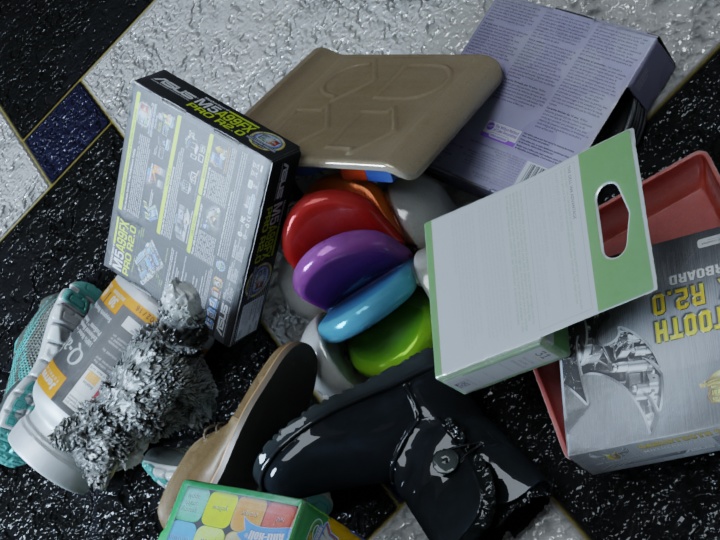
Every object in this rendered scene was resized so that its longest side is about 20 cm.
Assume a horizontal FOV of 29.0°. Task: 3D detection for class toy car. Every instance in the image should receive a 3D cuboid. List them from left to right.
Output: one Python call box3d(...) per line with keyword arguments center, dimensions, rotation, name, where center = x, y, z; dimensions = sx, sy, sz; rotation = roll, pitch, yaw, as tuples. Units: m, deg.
box3d(center=(0.000, 0.000, 1.206), dimensions=(0.175, 0.150, 0.200), rotation=(-31, 51, 17), name="toy car")

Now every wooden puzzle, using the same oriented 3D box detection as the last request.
box3d(center=(0.004, -0.135, 1.244), dimensions=(0.200, 0.046, 0.185), rotation=(10, 42, 32), name="wooden puzzle")

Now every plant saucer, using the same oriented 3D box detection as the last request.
box3d(center=(0.227, 0.031, 1.105), dimensions=(0.200, 0.037, 0.200), rotation=(-31, 51, 19), name="plant saucer")

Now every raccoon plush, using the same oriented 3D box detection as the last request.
box3d(center=(-0.206, 0.095, 1.203), dimensions=(0.134, 0.200, 0.097), rotation=(-34, 53, -29), name="raccoon plush")

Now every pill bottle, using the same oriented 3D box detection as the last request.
box3d(center=(-0.242, 0.108, 1.341), dimensions=(0.200, 0.116, 0.116), rotation=(-52, 48, -1), name="pill bottle")

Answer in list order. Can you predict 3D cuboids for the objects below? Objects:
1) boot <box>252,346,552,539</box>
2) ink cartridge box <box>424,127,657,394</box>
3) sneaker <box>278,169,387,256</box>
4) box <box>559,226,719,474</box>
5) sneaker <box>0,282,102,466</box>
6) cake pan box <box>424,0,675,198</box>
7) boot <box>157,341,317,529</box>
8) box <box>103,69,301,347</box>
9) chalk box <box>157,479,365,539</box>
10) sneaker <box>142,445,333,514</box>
box3d(center=(0.032, 0.170, 1.107), dimensions=(0.200, 0.076, 0.168), rotation=(-29, 54, -7), name="boot")
box3d(center=(0.141, -0.005, 1.066), dimensions=(0.200, 0.048, 0.146), rotation=(-23, 53, 32), name="ink cartridge box")
box3d(center=(-0.034, -0.103, 1.311), dimensions=(0.075, 0.115, 0.200), rotation=(20, 78, 43), name="sneaker")
box3d(center=(0.246, 0.053, 1.022), dimensions=(0.200, 0.048, 0.159), rotation=(-16, 56, 28), name="box")
box3d(center=(-0.329, 0.107, 1.436), dimensions=(0.091, 0.078, 0.200), rotation=(-1, 60, 53), name="sneaker")
box3d(center=(0.157, -0.144, 1.244), dimensions=(0.200, 0.052, 0.184), rotation=(25, 83, 42), name="cake pan box")
box3d(center=(-0.107, 0.142, 1.167), dimensions=(0.075, 0.074, 0.200), rotation=(25, 84, 41), name="boot")
box3d(center=(-0.145, -0.054, 1.239), dimensions=(0.160, 0.044, 0.200), rotation=(31, 125, 23), name="box")
box3d(center=(-0.079, 0.236, 1.041), dimensions=(0.124, 0.200, 0.124), rotation=(5, 64, 35), name="chalk box")
box3d(center=(-0.102, 0.168, 1.246), dimensions=(0.200, 0.078, 0.091), rotation=(3, 59, 28), name="sneaker")
